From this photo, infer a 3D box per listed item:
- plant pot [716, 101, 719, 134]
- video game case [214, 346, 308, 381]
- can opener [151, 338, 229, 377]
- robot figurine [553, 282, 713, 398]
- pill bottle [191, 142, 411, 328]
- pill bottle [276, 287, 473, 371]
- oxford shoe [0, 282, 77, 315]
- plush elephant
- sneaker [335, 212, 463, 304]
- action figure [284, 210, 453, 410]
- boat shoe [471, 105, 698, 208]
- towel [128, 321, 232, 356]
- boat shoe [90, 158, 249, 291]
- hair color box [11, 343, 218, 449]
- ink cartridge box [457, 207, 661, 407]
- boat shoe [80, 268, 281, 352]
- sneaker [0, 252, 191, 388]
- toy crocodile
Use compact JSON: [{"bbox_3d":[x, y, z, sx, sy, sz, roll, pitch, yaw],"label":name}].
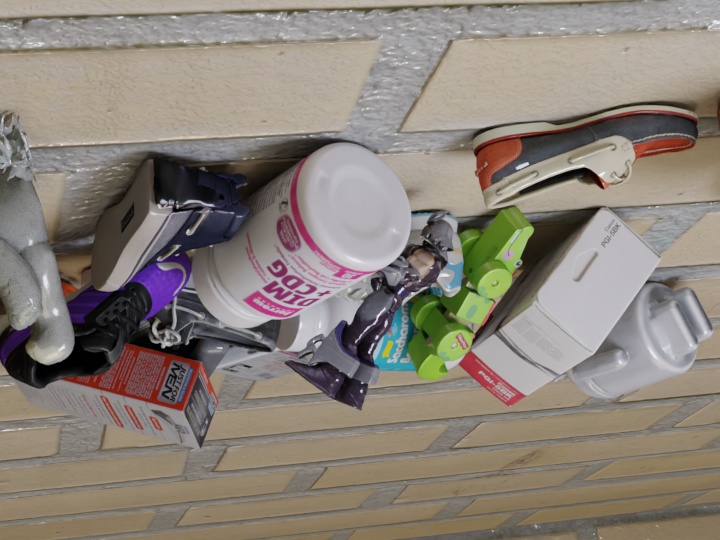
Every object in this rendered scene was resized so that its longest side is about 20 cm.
[{"bbox_3d":[0.394,-0.065,1.393,0.201,0.195,0.201,-7,163,-2],"label":"plant pot"},{"bbox_3d":[-0.060,0.087,1.880,0.182,0.022,0.200,-16,169,11],"label":"video game case"},{"bbox_3d":[-0.191,0.094,1.756,0.067,0.053,0.200,-1,160,-17],"label":"can opener"},{"bbox_3d":[0.317,0.085,1.958,0.200,0.113,0.170,-26,180,42],"label":"robot figurine"},{"bbox_3d":[-0.057,-0.024,1.441,0.113,0.113,0.200,5,158,-36],"label":"pill bottle"},{"bbox_3d":[0.009,0.049,1.705,0.200,0.111,0.111,1,160,-30],"label":"pill bottle"},{"bbox_3d":[-0.315,0.044,1.604,0.073,0.071,0.200,-6,148,9],"label":"oxford shoe"},{"bbox_3d":[-0.322,-0.018,1.273,0.155,0.165,0.200,-17,137,-18],"label":"plush elephant"},{"bbox_3d":[0.000,0.000,1.599,0.200,0.081,0.077,-10,164,9],"label":"sneaker"},{"bbox_3d":[0.021,0.026,1.494,0.200,0.069,0.130,-54,162,-4],"label":"action figure"},{"bbox_3d":[0.196,-0.097,1.421,0.200,0.063,0.071,-8,161,-5],"label":"boat shoe"},{"bbox_3d":[-0.186,0.054,1.775,0.192,0.035,0.200,11,156,-39],"label":"towel"},{"bbox_3d":[-0.166,-0.031,1.430,0.093,0.075,0.200,6,158,-24],"label":"boat shoe"},{"bbox_3d":[-0.259,0.119,1.733,0.200,0.064,0.111,14,156,11],"label":"hair color box"},{"bbox_3d":[0.201,0.041,1.700,0.147,0.083,0.200,-50,-178,-27],"label":"ink cartridge box"},{"bbox_3d":[-0.176,0.043,1.610,0.199,0.068,0.074,11,161,-8],"label":"boat shoe"},{"bbox_3d":[-0.231,0.050,1.503,0.200,0.100,0.070,-30,126,-16],"label":"sneaker"},{"bbox_3d":[0.108,0.026,1.631,0.062,0.068,0.200,18,112,-37],"label":"toy crocodile"}]
